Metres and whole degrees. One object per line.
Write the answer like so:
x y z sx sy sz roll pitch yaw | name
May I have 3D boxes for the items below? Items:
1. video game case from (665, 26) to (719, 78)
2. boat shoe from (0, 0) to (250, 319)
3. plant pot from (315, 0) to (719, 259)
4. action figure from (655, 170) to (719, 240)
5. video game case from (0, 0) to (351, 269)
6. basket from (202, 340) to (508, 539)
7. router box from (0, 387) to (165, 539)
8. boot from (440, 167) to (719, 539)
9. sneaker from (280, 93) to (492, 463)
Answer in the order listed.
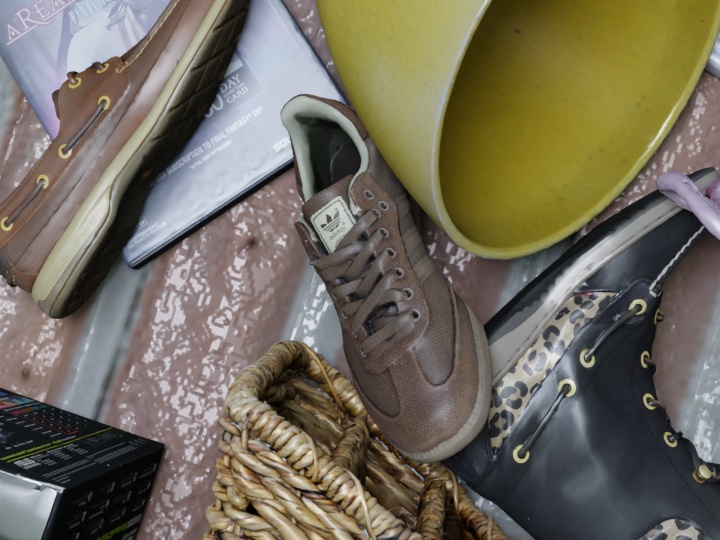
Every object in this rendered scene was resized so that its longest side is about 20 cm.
0.284 -0.142 0.841 0.199 0.023 0.183 33 88 7 | video game case
-0.123 -0.076 0.825 0.067 0.072 0.201 32 91 5 | boat shoe
0.060 -0.127 0.791 0.142 0.200 0.201 38 88 34 | plant pot
0.243 0.028 0.767 0.148 0.134 0.201 -21 117 -2 | action figure
-0.113 -0.123 0.874 0.142 0.019 0.201 -33 84 1 | video game case
0.010 0.120 0.743 0.141 0.200 0.151 8 93 5 | basket
-0.188 0.094 0.766 0.148 0.200 0.063 19 91 6 | router box
0.137 0.061 0.811 0.200 0.073 0.151 -41 90 -13 | boot
0.000 0.000 0.782 0.070 0.075 0.201 -37 46 20 | sneaker
